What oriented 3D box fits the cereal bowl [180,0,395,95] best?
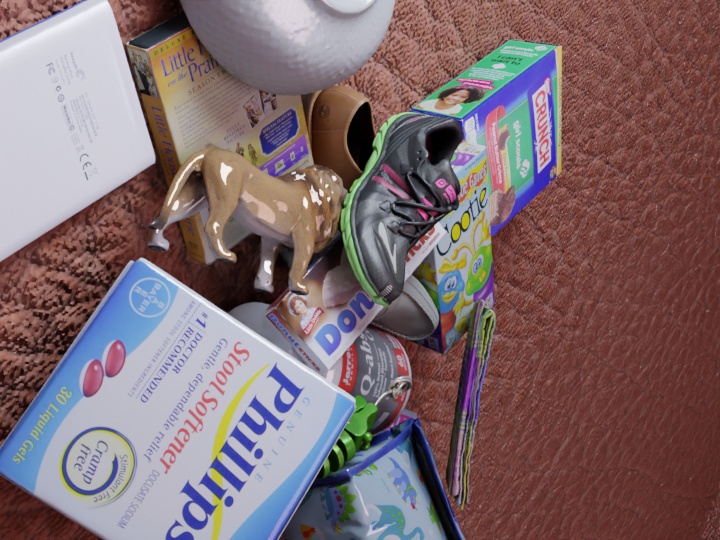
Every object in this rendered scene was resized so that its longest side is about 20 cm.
[{"bbox_3d":[-0.041,-0.237,0.775,0.200,0.083,0.200,-2,92,-44],"label":"cereal bowl"}]

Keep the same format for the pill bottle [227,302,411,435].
[{"bbox_3d":[-0.046,0.095,0.954,0.200,0.116,0.116,21,89,-56],"label":"pill bottle"}]

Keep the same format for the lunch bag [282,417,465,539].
[{"bbox_3d":[0.033,0.246,0.962,0.200,0.127,0.170,-15,84,-59],"label":"lunch bag"}]

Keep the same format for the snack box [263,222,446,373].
[{"bbox_3d":[0.000,0.000,0.899,0.072,0.024,0.200,50,54,-10],"label":"snack box"}]

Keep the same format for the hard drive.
[{"bbox_3d":[-0.235,-0.085,0.684,0.200,0.025,0.132,-41,136,-36],"label":"hard drive"}]

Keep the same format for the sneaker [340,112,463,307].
[{"bbox_3d":[0.041,-0.062,0.873,0.077,0.084,0.200,46,50,-44],"label":"sneaker"}]

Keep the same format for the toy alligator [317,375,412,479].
[{"bbox_3d":[-0.019,0.146,0.884,0.200,0.054,0.059,-19,142,-32],"label":"toy alligator"}]

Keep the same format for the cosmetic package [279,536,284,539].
[{"bbox_3d":[-0.039,0.283,1.098,0.200,0.071,0.102,-15,118,-50],"label":"cosmetic package"}]

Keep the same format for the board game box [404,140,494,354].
[{"bbox_3d":[0.068,-0.032,1.058,0.105,0.103,0.200,-40,136,-36],"label":"board game box"}]

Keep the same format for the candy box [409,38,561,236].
[{"bbox_3d":[0.148,-0.143,1.135,0.200,0.077,0.169,-41,136,-37],"label":"candy box"}]

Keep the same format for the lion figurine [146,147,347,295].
[{"bbox_3d":[-0.085,-0.054,0.813,0.200,0.072,0.123,28,68,-51],"label":"lion figurine"}]

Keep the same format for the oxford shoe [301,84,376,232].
[{"bbox_3d":[-0.013,-0.078,0.954,0.071,0.071,0.200,-40,137,-38],"label":"oxford shoe"}]

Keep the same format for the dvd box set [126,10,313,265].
[{"bbox_3d":[-0.107,-0.124,0.835,0.146,0.029,0.200,-42,138,-34],"label":"dvd box set"}]

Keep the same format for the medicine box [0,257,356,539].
[{"bbox_3d":[-0.138,0.124,0.762,0.182,0.200,0.103,-58,-175,-17],"label":"medicine box"}]

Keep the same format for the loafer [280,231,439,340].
[{"bbox_3d":[0.001,0.021,0.970,0.200,0.070,0.070,32,123,-31],"label":"loafer"}]

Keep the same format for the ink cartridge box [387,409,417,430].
[{"bbox_3d":[0.011,0.234,1.061,0.119,0.042,0.200,25,56,-38],"label":"ink cartridge box"}]

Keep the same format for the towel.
[{"bbox_3d":[0.110,0.131,1.018,0.144,0.023,0.200,37,62,-85],"label":"towel"}]
